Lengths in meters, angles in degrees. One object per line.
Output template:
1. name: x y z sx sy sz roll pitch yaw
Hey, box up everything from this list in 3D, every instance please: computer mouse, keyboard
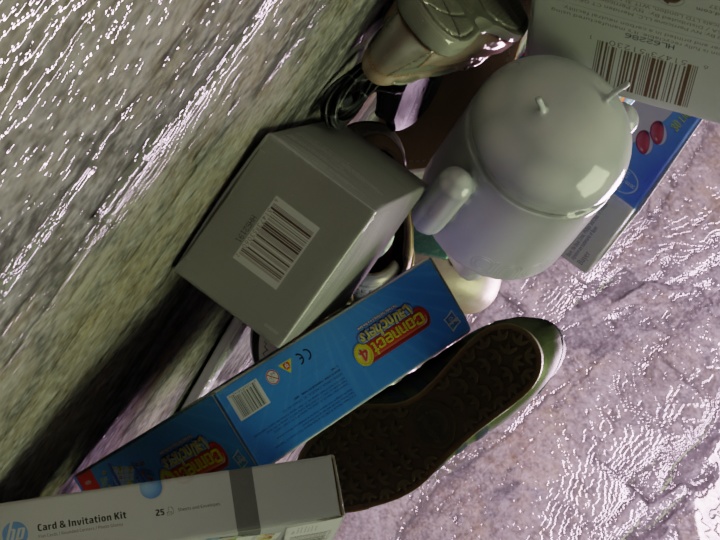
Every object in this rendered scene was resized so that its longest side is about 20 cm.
1. computer mouse: 0.009 -0.123 1.439 0.059 0.034 0.200 -65 165 15
2. keyboard: -0.101 0.060 1.643 0.200 0.011 0.056 -58 174 32

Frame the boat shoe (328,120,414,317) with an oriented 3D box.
1. boat shoe: 0.000 0.000 1.492 0.066 0.074 0.201 -125 -145 -77

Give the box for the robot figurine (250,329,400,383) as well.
1. robot figurine: -0.019 0.055 1.633 0.125 0.150 0.200 -47 -175 -3

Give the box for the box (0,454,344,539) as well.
1. box: -0.115 0.156 1.279 0.199 0.041 0.156 -9 164 -7

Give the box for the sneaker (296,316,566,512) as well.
1. sneaker: 0.054 0.091 1.403 0.200 0.067 0.090 -35 173 27

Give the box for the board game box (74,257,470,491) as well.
1. board game box: -0.058 0.086 1.394 0.200 0.056 0.196 -31 179 -38

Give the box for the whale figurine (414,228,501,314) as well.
1. whale figurine: 0.041 -0.025 1.779 0.200 0.158 0.104 -173 -86 -71

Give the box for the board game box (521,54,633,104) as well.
1. board game box: 0.162 -0.173 1.736 0.045 0.152 0.200 28 106 -44

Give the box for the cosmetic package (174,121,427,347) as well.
1. cosmetic package: -0.032 -0.028 1.343 0.107 0.090 0.200 -55 178 10

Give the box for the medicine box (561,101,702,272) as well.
1. medicine box: 0.179 -0.134 1.904 0.182 0.200 0.103 -51 175 -38

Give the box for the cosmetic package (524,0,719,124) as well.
1. cosmetic package: 0.216 -0.234 1.446 0.167 0.166 0.201 89 18 -64

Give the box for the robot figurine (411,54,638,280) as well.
1. robot figurine: 0.112 -0.069 1.461 0.169 0.113 0.200 -25 164 -30

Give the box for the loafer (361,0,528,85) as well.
1. loafer: 0.052 -0.160 1.419 0.063 0.072 0.200 -40 175 22

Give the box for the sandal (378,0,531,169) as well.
1. sandal: 0.085 -0.170 1.550 0.212 0.077 0.070 -63 173 18

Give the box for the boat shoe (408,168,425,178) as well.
1. boat shoe: 0.099 -0.112 1.662 0.199 0.074 0.065 -25 -178 20

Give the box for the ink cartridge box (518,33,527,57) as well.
1. ink cartridge box: 0.129 -0.224 1.665 0.104 0.059 0.200 -58 174 29
